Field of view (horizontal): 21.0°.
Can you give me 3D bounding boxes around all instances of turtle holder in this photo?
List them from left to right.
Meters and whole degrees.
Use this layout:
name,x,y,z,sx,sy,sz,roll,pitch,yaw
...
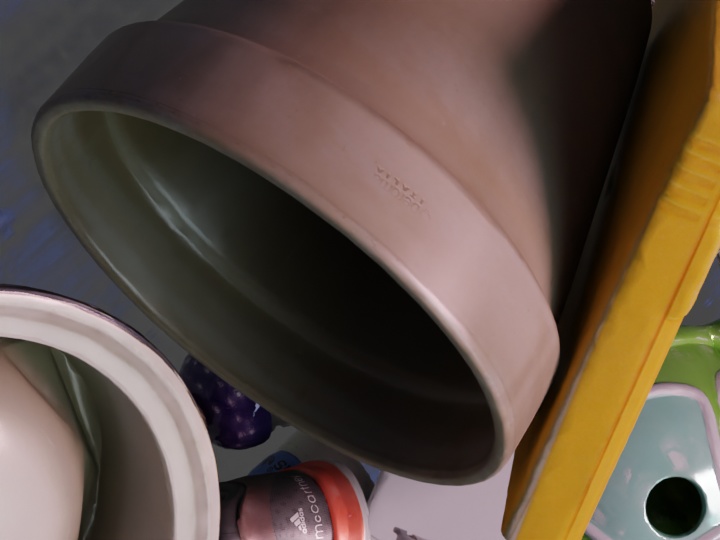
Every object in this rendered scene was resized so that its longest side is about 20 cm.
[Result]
name,x,y,z,sx,sy,sz,roll,pitch,yaw
turtle holder,0.169,0.104,1.051,0.184,0.132,0.142,-18,142,-22

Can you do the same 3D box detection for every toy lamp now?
name,x,y,z,sx,sy,sz,roll,pitch,yaw
toy lamp,-0.129,0.097,0.780,0.199,0.058,0.059,-31,144,-29

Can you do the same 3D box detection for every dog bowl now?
name,x,y,z,sx,sy,sz,roll,pitch,yaw
dog bowl,-0.152,0.091,0.674,0.199,0.074,0.202,-13,114,-31

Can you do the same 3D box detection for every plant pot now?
name,x,y,z,sx,sy,sz,roll,pitch,yaw
plant pot,0.012,-0.053,0.687,0.174,0.199,0.201,-54,152,-21

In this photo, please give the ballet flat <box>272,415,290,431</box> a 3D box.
name,x,y,z,sx,sy,sz,roll,pitch,yaw
ballet flat,0.000,0.000,0.820,0.071,0.072,0.201,-5,129,-48

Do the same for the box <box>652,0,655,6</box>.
name,x,y,z,sx,sy,sz,roll,pitch,yaw
box,0.181,-0.089,0.961,0.199,0.049,0.162,-6,128,-47

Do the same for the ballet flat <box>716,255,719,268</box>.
name,x,y,z,sx,sy,sz,roll,pitch,yaw
ballet flat,0.206,-0.019,0.960,0.068,0.067,0.200,-44,150,2

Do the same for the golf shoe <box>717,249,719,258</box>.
name,x,y,z,sx,sy,sz,roll,pitch,yaw
golf shoe,0.096,-0.034,0.869,0.198,0.092,0.075,-18,175,18

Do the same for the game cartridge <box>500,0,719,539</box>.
name,x,y,z,sx,sy,sz,roll,pitch,yaw
game cartridge,0.103,-0.026,0.691,0.177,0.032,0.201,-73,-177,-51

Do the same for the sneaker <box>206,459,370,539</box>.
name,x,y,z,sx,sy,sz,roll,pitch,yaw
sneaker,-0.074,0.122,0.793,0.081,0.078,0.200,1,155,-31

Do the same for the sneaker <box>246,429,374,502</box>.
name,x,y,z,sx,sy,sz,roll,pitch,yaw
sneaker,-0.039,0.169,0.945,0.111,0.077,0.201,-36,147,-20

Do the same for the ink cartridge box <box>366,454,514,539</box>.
name,x,y,z,sx,sy,sz,roll,pitch,yaw
ink cartridge box,0.038,0.132,0.834,0.145,0.083,0.202,-20,133,-79
